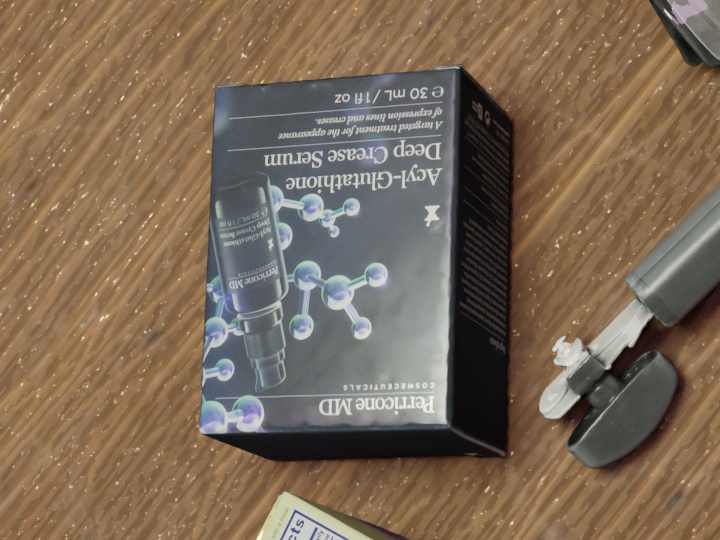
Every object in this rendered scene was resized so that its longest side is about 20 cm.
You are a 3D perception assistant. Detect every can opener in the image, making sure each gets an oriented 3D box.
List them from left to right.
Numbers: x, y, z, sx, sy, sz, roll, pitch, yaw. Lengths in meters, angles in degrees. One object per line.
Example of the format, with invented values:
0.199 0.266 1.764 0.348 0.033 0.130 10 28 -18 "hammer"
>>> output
0.173 0.016 1.172 0.066 0.053 0.200 40 96 -10 "can opener"

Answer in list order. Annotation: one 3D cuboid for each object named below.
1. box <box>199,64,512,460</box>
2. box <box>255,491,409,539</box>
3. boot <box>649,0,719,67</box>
0.000 0.000 1.206 0.147 0.107 0.202 -3 77 20 "box"
0.050 0.209 1.097 0.199 0.176 0.097 26 87 25 "box"
0.203 -0.184 1.159 0.131 0.070 0.200 -38 89 8 "boot"
